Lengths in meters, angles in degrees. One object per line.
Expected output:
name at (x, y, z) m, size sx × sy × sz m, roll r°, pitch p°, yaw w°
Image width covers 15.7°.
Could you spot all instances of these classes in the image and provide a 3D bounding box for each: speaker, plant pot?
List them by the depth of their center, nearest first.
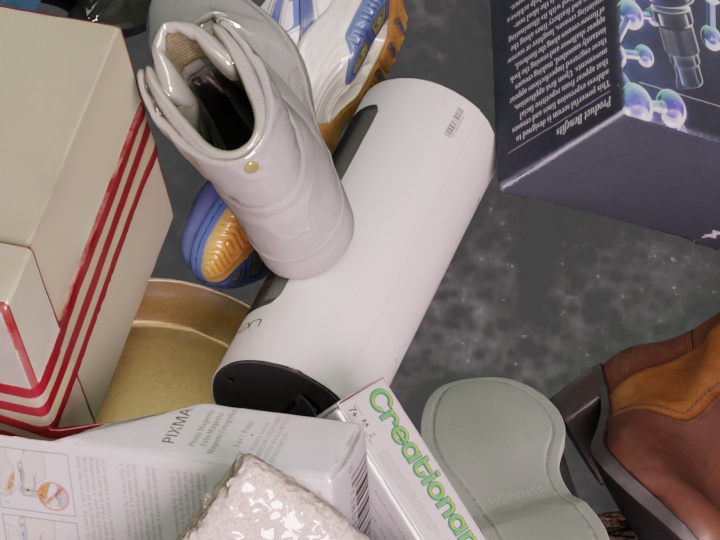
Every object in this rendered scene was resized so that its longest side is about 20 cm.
plant pot at (-0.105, 0.101, 1.290) m, size 0.198 × 0.028 × 0.201 m, roll 3°, pitch 67°, yaw -8°
speaker at (0.000, 0.000, 1.300) m, size 0.081 × 0.081 × 0.201 m, roll 25°, pitch 55°, yaw 3°

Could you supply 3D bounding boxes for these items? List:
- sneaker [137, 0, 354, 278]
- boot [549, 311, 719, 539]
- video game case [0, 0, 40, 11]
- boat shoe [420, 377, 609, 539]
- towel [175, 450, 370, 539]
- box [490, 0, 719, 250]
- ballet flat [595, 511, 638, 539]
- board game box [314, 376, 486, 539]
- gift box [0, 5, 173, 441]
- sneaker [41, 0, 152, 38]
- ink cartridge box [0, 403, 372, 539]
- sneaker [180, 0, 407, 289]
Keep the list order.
sneaker at (-0.069, -0.100, 1.265) m, size 0.073 × 0.116 × 0.200 m, roll -32°, pitch 50°, yaw 2°
boot at (0.206, 0.058, 1.263) m, size 0.199 × 0.188 × 0.069 m, roll -31°, pitch 108°, yaw 0°
video game case at (-0.217, -0.232, 1.354) m, size 0.180 × 0.045 × 0.201 m, roll 20°, pitch 78°, yaw 23°
boat shoe at (0.073, 0.119, 1.258) m, size 0.075 × 0.061 × 0.200 m, roll -8°, pitch 28°, yaw -3°
towel at (-0.056, 0.188, 1.127) m, size 0.132 × 0.035 × 0.200 m, roll 35°, pitch 103°, yaw -12°
box at (0.155, -0.134, 1.360) m, size 0.148 × 0.107 × 0.201 m, roll 13°, pitch 64°, yaw -31°
ballet flat at (0.199, 0.160, 1.300) m, size 0.199 × 0.046 × 0.068 m, roll 16°, pitch 66°, yaw -2°
board game box at (0.023, 0.160, 1.208) m, size 0.035 × 0.126 × 0.201 m, roll -29°, pitch 85°, yaw -36°
gift box at (-0.187, -0.010, 1.213) m, size 0.199 × 0.185 × 0.188 m, roll 9°, pitch 58°, yaw 18°
sneaker at (-0.173, -0.198, 1.386) m, size 0.090 × 0.067 × 0.200 m, roll -32°, pitch 77°, yaw -22°
ink cartridge box at (-0.092, 0.137, 1.194) m, size 0.199 × 0.164 × 0.057 m, roll 9°, pitch 32°, yaw 21°
sneaker at (-0.053, -0.080, 1.362) m, size 0.088 × 0.075 × 0.201 m, roll 20°, pitch 62°, yaw 19°
